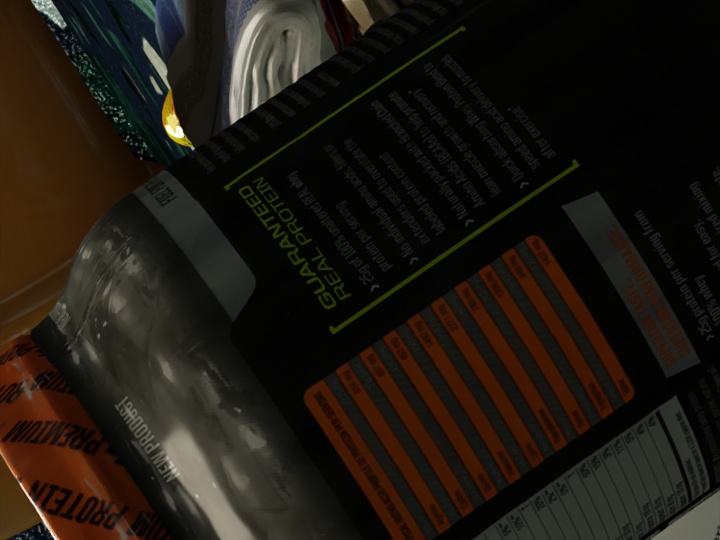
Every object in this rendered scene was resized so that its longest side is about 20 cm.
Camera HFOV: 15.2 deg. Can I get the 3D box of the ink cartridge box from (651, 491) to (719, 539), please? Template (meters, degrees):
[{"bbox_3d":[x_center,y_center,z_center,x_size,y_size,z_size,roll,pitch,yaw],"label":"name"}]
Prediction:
[{"bbox_3d":[0.091,0.112,0.685,0.146,0.083,0.200,30,164,-20],"label":"ink cartridge box"}]

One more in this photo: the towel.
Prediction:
[{"bbox_3d":[-0.039,-0.073,0.767,0.201,0.024,0.147,-106,13,-47],"label":"towel"}]

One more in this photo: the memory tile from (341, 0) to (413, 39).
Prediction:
[{"bbox_3d":[0.007,-0.092,1.089,0.200,0.017,0.154,51,172,47],"label":"memory tile"}]

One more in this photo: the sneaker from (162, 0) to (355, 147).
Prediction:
[{"bbox_3d":[-0.029,-0.046,0.977,0.200,0.077,0.073,-108,-9,-54],"label":"sneaker"}]

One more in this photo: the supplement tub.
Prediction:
[{"bbox_3d":[0.025,0.007,0.569,0.123,0.200,0.123,56,174,8],"label":"supplement tub"}]

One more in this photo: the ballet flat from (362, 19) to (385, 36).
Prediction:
[{"bbox_3d":[0.000,0.000,0.844,0.072,0.072,0.201,51,167,39],"label":"ballet flat"}]

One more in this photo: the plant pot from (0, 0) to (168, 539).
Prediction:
[{"bbox_3d":[-0.158,-0.026,0.807,0.200,0.199,0.184,-141,28,-71],"label":"plant pot"}]

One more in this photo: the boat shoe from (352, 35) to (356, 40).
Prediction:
[{"bbox_3d":[-0.040,-0.082,1.149,0.074,0.060,0.200,59,174,-24],"label":"boat shoe"}]
